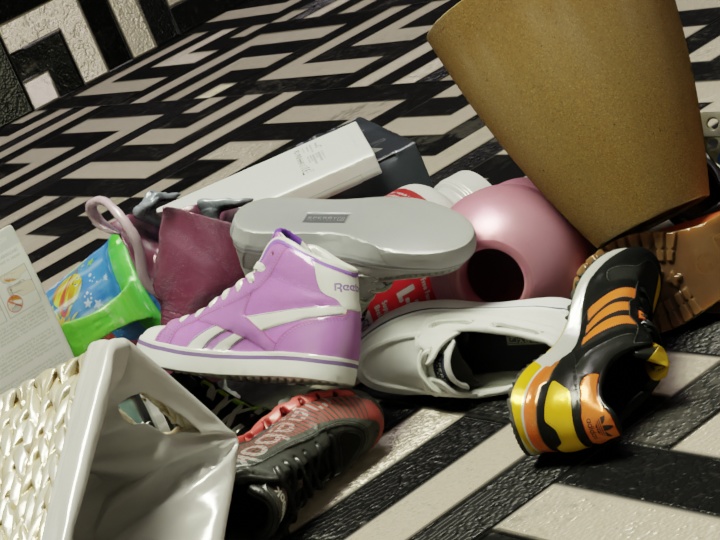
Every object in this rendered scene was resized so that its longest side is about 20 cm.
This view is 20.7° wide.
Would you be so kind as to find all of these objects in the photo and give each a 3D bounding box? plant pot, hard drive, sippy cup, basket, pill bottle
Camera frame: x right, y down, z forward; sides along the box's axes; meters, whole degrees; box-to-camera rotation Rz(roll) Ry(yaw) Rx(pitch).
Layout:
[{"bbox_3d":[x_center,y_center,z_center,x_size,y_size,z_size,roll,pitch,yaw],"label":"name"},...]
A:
[{"bbox_3d":[0.175,-0.125,1.461,0.186,0.200,0.186,-24,-8,-3],"label":"plant pot"},{"bbox_3d":[-0.084,-0.070,1.747,0.200,0.026,0.132,-24,18,0],"label":"hard drive"},{"bbox_3d":[-0.233,0.043,1.840,0.130,0.178,0.140,-30,58,13],"label":"sippy cup"},{"bbox_3d":[-0.174,0.166,1.244,0.123,0.136,0.200,-21,41,30],"label":"basket"},{"bbox_3d":[0.027,-0.002,1.641,0.200,0.112,0.112,-31,18,-23],"label":"pill bottle"}]

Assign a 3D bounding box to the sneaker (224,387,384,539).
[{"bbox_3d":[-0.058,0.144,1.380,0.200,0.071,0.098,-20,30,-27],"label":"sneaker"}]

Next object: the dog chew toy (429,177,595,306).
[{"bbox_3d":[0.130,-0.019,1.555,0.124,0.125,0.200,-16,10,24],"label":"dog chew toy"}]

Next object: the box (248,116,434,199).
[{"bbox_3d":[-0.039,-0.043,1.845,0.197,0.118,0.200,-27,16,-8],"label":"box"}]

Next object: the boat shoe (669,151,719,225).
[{"bbox_3d":[0.229,-0.096,1.555,0.072,0.068,0.200,-46,56,9],"label":"boat shoe"}]

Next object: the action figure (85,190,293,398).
[{"bbox_3d":[-0.137,0.039,1.594,0.149,0.200,0.134,-1,8,-29],"label":"action figure"}]

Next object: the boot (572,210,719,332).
[{"bbox_3d":[0.258,-0.007,1.452,0.200,0.075,0.107,-20,-3,26],"label":"boot"}]

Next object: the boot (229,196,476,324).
[{"bbox_3d":[0.000,0.000,1.499,0.200,0.096,0.074,6,37,27],"label":"boot"}]

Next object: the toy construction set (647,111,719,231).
[{"bbox_3d":[0.221,-0.109,1.646,0.200,0.131,0.092,30,9,33],"label":"toy construction set"}]

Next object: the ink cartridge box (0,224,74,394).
[{"bbox_3d":[-0.331,0.084,1.692,0.160,0.200,0.047,-33,20,-31],"label":"ink cartridge box"}]

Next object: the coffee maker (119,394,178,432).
[{"bbox_3d":[-0.234,0.152,1.449,0.200,0.135,0.192,-22,4,-17],"label":"coffee maker"}]

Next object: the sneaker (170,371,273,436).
[{"bbox_3d":[-0.126,0.118,1.520,0.200,0.083,0.072,-6,24,45],"label":"sneaker"}]

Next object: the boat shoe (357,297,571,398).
[{"bbox_3d":[0.072,0.060,1.455,0.200,0.074,0.065,-14,14,32],"label":"boat shoe"}]

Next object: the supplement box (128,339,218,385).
[{"bbox_3d":[-0.227,0.129,1.660,0.109,0.061,0.200,-4,25,48],"label":"supplement box"}]

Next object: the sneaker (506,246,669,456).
[{"bbox_3d":[0.180,0.055,1.339,0.090,0.070,0.200,-4,33,39],"label":"sneaker"}]

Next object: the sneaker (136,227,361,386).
[{"bbox_3d":[-0.080,0.027,1.468,0.200,0.114,0.073,0,-7,33],"label":"sneaker"}]
